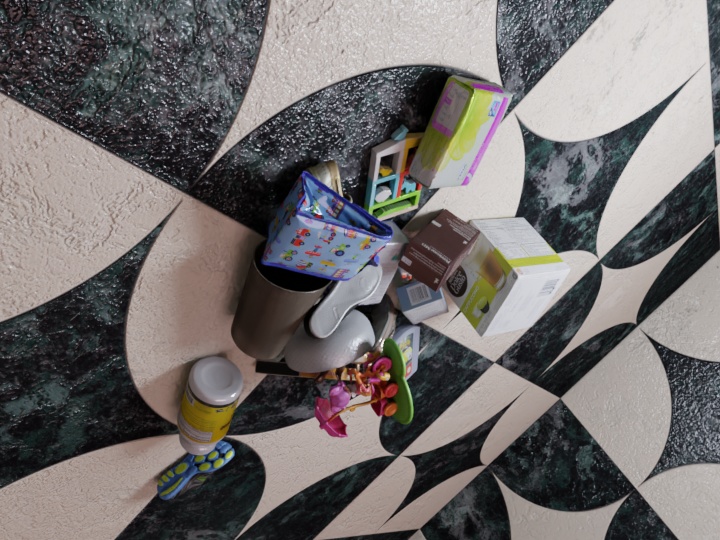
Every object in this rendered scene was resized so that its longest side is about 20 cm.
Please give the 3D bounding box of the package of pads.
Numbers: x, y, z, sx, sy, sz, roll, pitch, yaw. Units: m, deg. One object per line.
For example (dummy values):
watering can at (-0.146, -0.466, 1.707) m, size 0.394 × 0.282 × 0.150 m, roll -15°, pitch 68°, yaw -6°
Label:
package of pads at (0.184, -0.252, 1.125) m, size 0.152 × 0.068 × 0.204 m, roll -12°, pitch 134°, yaw -48°

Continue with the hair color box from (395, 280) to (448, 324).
hair color box at (0.149, 0.071, 1.421) m, size 0.096 × 0.062 × 0.200 m, roll -19°, pitch 164°, yaw 7°

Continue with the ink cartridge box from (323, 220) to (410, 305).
ink cartridge box at (0.000, 0.000, 1.256) m, size 0.134 × 0.077 × 0.203 m, roll -5°, pitch 132°, yaw -39°

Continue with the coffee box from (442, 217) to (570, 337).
coffee box at (0.348, 0.011, 1.487) m, size 0.195 × 0.200 × 0.203 m, roll -6°, pitch 136°, yaw -35°

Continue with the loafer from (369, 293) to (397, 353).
loafer at (0.056, 0.128, 1.359) m, size 0.071 × 0.202 × 0.063 m, roll -36°, pitch 109°, yaw 25°

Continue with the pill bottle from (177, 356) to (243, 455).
pill bottle at (-0.317, 0.286, 1.253) m, size 0.110 × 0.113 × 0.203 m, roll -6°, pitch 135°, yaw -38°

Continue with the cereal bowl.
cereal bowl at (-0.071, 0.129, 1.264) m, size 0.196 × 0.199 × 0.086 m, roll -20°, pitch 107°, yaw -25°

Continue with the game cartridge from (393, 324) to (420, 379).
game cartridge at (0.093, 0.209, 1.467) m, size 0.199 × 0.040 × 0.138 m, roll -27°, pitch 119°, yaw -58°

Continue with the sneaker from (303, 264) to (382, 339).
sneaker at (-0.041, 0.055, 1.172) m, size 0.200 × 0.071 × 0.099 m, roll -46°, pitch -173°, yaw -26°

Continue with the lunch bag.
lunch bag at (-0.049, -0.050, 1.032) m, size 0.196 × 0.096 × 0.151 m, roll 24°, pitch 138°, yaw -21°

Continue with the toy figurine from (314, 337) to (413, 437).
toy figurine at (-0.006, 0.250, 1.199) m, size 0.180 × 0.150 × 0.205 m, roll -19°, pitch 132°, yaw -24°

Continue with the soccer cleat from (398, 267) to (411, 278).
soccer cleat at (0.136, -0.018, 1.378) m, size 0.067 × 0.080 × 0.199 m, roll -10°, pitch 170°, yaw 23°

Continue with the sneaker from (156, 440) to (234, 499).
sneaker at (-0.392, 0.475, 1.449) m, size 0.197 × 0.072 × 0.083 m, roll -33°, pitch 160°, yaw -6°

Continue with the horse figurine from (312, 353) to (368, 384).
horse figurine at (-0.024, 0.202, 1.332) m, size 0.049 × 0.137 × 0.197 m, roll -17°, pitch 165°, yaw 38°

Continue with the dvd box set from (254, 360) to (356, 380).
dvd box set at (-0.119, 0.226, 1.364) m, size 0.197 × 0.143 × 0.030 m, roll 16°, pitch 75°, yaw -50°

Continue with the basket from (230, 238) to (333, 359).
basket at (-0.158, 0.058, 1.129) m, size 0.178 × 0.136 × 0.202 m, roll -17°, pitch 148°, yaw -49°

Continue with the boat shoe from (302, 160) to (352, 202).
boat shoe at (-0.043, -0.113, 1.089) m, size 0.065 × 0.075 × 0.202 m, roll -27°, pitch 145°, yaw -5°

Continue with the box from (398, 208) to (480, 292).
box at (0.169, -0.047, 1.276) m, size 0.200 × 0.099 × 0.076 m, roll -42°, pitch 161°, yaw -51°

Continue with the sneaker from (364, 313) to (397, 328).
sneaker at (0.046, 0.162, 1.504) m, size 0.103 × 0.060 × 0.202 m, roll -33°, pitch 141°, yaw -7°

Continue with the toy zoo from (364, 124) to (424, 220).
toy zoo at (0.071, -0.186, 1.160) m, size 0.128 × 0.021 × 0.203 m, roll -20°, pitch 142°, yaw -26°
